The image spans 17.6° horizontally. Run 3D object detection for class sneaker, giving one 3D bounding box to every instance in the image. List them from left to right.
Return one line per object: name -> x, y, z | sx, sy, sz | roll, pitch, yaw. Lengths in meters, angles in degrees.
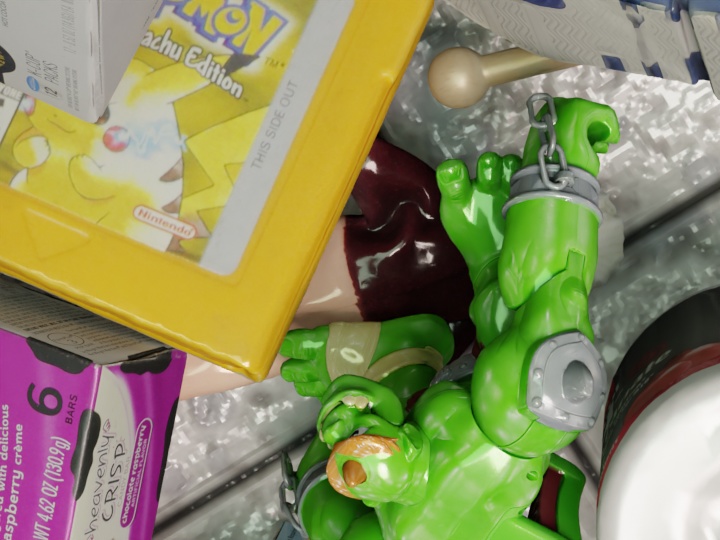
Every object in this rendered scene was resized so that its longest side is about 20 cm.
sneaker -> 0.110, -0.126, 0.779 | 0.199, 0.081, 0.115 | 23, 72, 24

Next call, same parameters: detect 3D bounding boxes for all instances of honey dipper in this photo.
honey dipper -> 0.120, -0.089, 0.816 | 0.200, 0.038, 0.038 | -12, 99, 15

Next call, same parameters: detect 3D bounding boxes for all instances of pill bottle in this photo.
pill bottle -> 0.137, 0.064, 0.793 | 0.110, 0.200, 0.111 | 1, 100, 7

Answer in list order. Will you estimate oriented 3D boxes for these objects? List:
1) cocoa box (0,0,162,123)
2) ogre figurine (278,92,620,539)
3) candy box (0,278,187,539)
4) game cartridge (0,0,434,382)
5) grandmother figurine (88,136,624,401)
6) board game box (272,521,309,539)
cocoa box -> -0.103, -0.180, 0.772 | 0.131, 0.133, 0.200 | 24, 70, 3
ogre figurine -> 0.033, 0.044, 0.796 | 0.200, 0.120, 0.098 | -37, 125, 23
candy box -> -0.172, 0.066, 0.872 | 0.200, 0.061, 0.137 | 18, 103, 27
game cartridge -> -0.074, -0.084, 0.839 | 0.176, 0.032, 0.200 | 23, 80, 5
grandmother figurine -> 0.000, 0.000, 0.876 | 0.200, 0.061, 0.121 | -11, 122, 6
board game box -> 0.038, 0.191, 0.880 | 0.200, 0.103, 0.105 | 22, 103, 3
